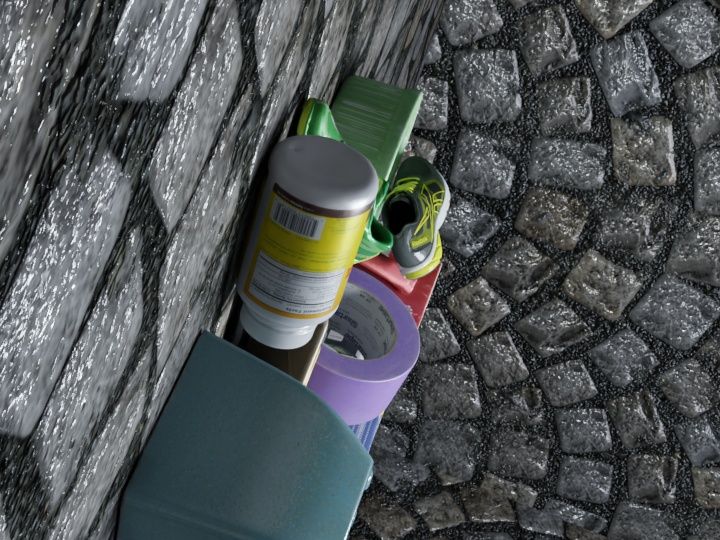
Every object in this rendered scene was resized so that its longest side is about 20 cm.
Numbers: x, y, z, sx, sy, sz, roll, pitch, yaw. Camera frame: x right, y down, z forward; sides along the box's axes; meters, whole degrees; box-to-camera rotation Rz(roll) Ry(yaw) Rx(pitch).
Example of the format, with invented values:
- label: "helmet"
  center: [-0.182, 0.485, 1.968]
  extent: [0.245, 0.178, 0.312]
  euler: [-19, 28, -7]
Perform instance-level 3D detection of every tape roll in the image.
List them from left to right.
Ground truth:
- label: "tape roll"
  center: [-0.033, 0.086, 1.721]
  extent: [0.085, 0.199, 0.200]
  euler: [-59, -175, 37]

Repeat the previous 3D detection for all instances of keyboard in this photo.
- label: "keyboard"
  center: [-0.122, 0.037, 1.545]
  extent: [0.127, 0.020, 0.201]
  euler: [-65, 176, -54]

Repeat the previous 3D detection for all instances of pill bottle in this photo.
- label: "pill bottle"
  center: [-0.058, -0.023, 1.357]
  extent: [0.109, 0.109, 0.201]
  euler: [-66, 177, -55]

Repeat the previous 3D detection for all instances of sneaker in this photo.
- label: "sneaker"
  center: [-0.014, -0.098, 1.457]
  extent: [0.074, 0.083, 0.201]
  euler: [-78, 154, -51]
- label: "sneaker"
  center: [0.069, -0.085, 1.798]
  extent: [0.201, 0.074, 0.085]
  euler: [-90, 155, -43]

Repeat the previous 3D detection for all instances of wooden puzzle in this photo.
- label: "wooden puzzle"
  center: [-0.105, 0.136, 1.573]
  extent: [0.185, 0.037, 0.201]
  euler: [-5, -115, 61]

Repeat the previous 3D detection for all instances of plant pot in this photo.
- label: "plant pot"
  center: [-0.102, 0.213, 1.316]
  extent: [0.196, 0.199, 0.197]
  euler: [108, 4, -51]

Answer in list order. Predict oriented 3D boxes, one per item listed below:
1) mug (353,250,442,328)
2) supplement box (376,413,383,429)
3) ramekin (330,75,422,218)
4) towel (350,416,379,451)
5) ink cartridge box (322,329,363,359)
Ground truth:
- label: "mug"
  center: [-0.004, 0.010, 1.856]
  extent: [0.178, 0.199, 0.134]
  euler: [-63, 174, -75]
- label: "supplement box"
  center: [-0.060, 0.183, 2.109]
  extent: [0.110, 0.199, 0.109]
  euler: [12, 100, -88]
- label: "ramekin"
  center: [0.000, -0.150, 1.775]
  extent: [0.200, 0.097, 0.201]
  euler: [21, 90, -88]
- label: "towel"
  center: [-0.070, 0.162, 1.726]
  extent: [0.024, 0.199, 0.145]
  euler: [-47, -166, 39]
- label: "ink cartridge box"
  center: [-0.055, 0.084, 1.984]
  extent: [0.083, 0.145, 0.201]
  euler: [105, 6, -59]
